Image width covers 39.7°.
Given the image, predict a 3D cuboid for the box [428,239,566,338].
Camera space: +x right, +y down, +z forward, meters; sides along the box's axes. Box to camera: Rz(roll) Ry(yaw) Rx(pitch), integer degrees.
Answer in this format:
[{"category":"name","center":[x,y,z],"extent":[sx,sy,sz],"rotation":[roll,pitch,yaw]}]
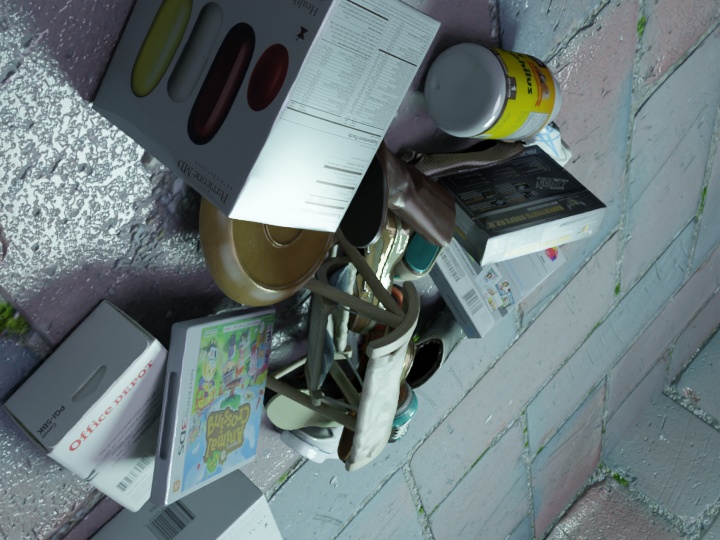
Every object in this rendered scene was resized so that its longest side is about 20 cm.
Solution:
[{"category":"box","center":[0.193,-0.022,1.455],"extent":[0.200,0.041,0.156],"rotation":[-39,104,-25]}]

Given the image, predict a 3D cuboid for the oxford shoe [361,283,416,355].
[{"category":"oxford shoe","center":[0.044,0.074,1.414],"extent":[0.073,0.071,0.201],"rotation":[-47,160,-32]}]

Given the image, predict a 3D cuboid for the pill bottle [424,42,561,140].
[{"category":"pill bottle","center":[0.173,-0.218,1.236],"extent":[0.199,0.109,0.110],"rotation":[-8,128,-54]}]

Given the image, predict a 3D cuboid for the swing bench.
[{"category":"swing bench","center":[-0.020,0.089,1.185],"extent":[0.129,0.200,0.200],"rotation":[-28,143,-38]}]

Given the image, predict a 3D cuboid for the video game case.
[{"category":"video game case","center":[-0.152,0.136,1.062],"extent":[0.200,0.022,0.184],"rotation":[-9,109,-69]}]

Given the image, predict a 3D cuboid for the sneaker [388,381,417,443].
[{"category":"sneaker","center":[0.049,0.205,1.435],"extent":[0.071,0.080,0.200],"rotation":[-48,-171,-15]}]

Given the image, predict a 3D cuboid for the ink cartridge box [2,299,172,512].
[{"category":"ink cartridge box","center":[-0.247,0.143,1.024],"extent":[0.147,0.083,0.200],"rotation":[-48,151,-15]}]

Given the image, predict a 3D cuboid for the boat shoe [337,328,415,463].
[{"category":"boat shoe","center":[0.005,0.167,1.332],"extent":[0.067,0.072,0.201],"rotation":[15,105,-23]}]

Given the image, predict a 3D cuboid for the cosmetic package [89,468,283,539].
[{"category":"cosmetic package","center":[-0.214,0.359,1.270],"extent":[0.199,0.123,0.201],"rotation":[-42,151,-21]}]

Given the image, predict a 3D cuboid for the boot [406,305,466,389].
[{"category":"boot","center":[0.133,0.081,1.498],"extent":[0.183,0.072,0.200],"rotation":[-63,163,15]}]

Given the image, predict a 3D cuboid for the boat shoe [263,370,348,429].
[{"category":"boat shoe","center":[-0.071,0.171,1.346],"extent":[0.074,0.063,0.201],"rotation":[-45,152,19]}]

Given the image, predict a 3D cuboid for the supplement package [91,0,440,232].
[{"category":"supplement package","center":[-0.080,-0.169,0.823],"extent":[0.147,0.191,0.201],"rotation":[5,117,-57]}]

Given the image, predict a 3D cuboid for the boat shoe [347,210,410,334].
[{"category":"boat shoe","center":[0.000,0.000,1.275],"extent":[0.076,0.072,0.201],"rotation":[-2,128,-24]}]

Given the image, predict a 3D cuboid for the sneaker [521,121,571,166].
[{"category":"sneaker","center":[0.249,-0.185,1.431],"extent":[0.073,0.072,0.200],"rotation":[-49,149,6]}]

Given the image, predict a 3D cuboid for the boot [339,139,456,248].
[{"category":"boot","center":[0.052,-0.063,1.125],"extent":[0.064,0.188,0.200],"rotation":[-22,141,27]}]

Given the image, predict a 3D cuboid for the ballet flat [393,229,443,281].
[{"category":"ballet flat","center":[0.094,-0.051,1.346],"extent":[0.200,0.069,0.070],"rotation":[-47,153,-38]}]

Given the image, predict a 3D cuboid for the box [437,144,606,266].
[{"category":"box","center":[0.198,-0.091,1.312],"extent":[0.199,0.159,0.049],"rotation":[-15,136,-27]}]

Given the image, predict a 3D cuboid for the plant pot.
[{"category":"plant pot","center":[-0.085,-0.059,1.037],"extent":[0.199,0.027,0.202],"rotation":[-20,116,-47]}]

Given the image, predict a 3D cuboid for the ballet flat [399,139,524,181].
[{"category":"ballet flat","center":[0.126,-0.147,1.274],"extent":[0.199,0.067,0.047],"rotation":[-17,98,-25]}]

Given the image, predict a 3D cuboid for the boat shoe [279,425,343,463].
[{"category":"boat shoe","center":[-0.053,0.231,1.438],"extent":[0.066,0.073,0.200],"rotation":[-61,161,3]}]
